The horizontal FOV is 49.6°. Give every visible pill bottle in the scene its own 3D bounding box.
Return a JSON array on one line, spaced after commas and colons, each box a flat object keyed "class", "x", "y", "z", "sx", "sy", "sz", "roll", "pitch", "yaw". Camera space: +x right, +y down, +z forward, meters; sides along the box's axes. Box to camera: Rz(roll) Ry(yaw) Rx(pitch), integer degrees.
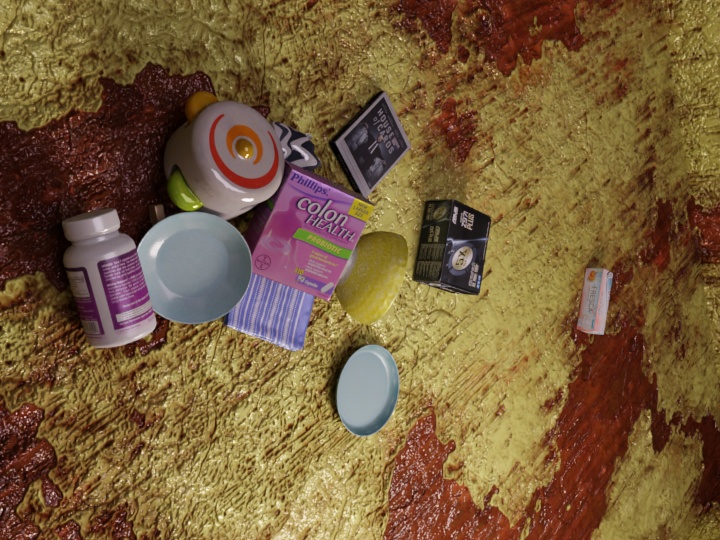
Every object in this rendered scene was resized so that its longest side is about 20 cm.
[{"class": "pill bottle", "x": -0.397, "y": 0.010, "z": 1.217, "sx": 0.112, "sy": 0.112, "sz": 0.201, "roll": -25, "pitch": 110, "yaw": -42}]

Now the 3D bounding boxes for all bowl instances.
[{"class": "bowl", "x": 0.000, "y": 0.000, "z": 1.591, "sx": 0.107, "sy": 0.200, "sz": 0.201, "roll": 22, "pitch": 75, "yaw": -23}]

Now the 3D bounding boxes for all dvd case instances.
[{"class": "dvd case", "x": 0.025, "y": -0.275, "z": 1.701, "sx": 0.200, "sy": 0.025, "sz": 0.151, "roll": -50, "pitch": 126, "yaw": -31}]

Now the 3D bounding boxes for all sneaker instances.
[{"class": "sneaker", "x": -0.128, "y": -0.181, "z": 1.506, "sx": 0.129, "sy": 0.079, "sz": 0.201, "roll": 2, "pitch": 81, "yaw": -37}]

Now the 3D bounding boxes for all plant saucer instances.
[{"class": "plant saucer", "x": -0.288, "y": -0.008, "z": 1.340, "sx": 0.200, "sy": 0.039, "sz": 0.202, "roll": -5, "pitch": 109, "yaw": -14}, {"class": "plant saucer", "x": 0.011, "y": 0.263, "z": 1.716, "sx": 0.199, "sy": 0.027, "sz": 0.202, "roll": -3, "pitch": 94, "yaw": -45}]

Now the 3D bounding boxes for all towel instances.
[{"class": "towel", "x": -0.170, "y": 0.066, "z": 1.519, "sx": 0.200, "sy": 0.024, "sz": 0.146, "roll": 26, "pitch": 73, "yaw": -44}]

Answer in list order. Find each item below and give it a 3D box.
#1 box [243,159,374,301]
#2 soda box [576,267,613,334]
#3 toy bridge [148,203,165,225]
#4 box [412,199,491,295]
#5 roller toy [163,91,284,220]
[{"class": "box", "x": -0.102, "y": -0.073, "z": 1.422, "sx": 0.175, "sy": 0.097, "sz": 0.201, "roll": 22, "pitch": 100, "yaw": -25}, {"class": "soda box", "x": 0.731, "y": 0.096, "z": 2.427, "sx": 0.068, "sy": 0.063, "sz": 0.201, "roll": 20, "pitch": 79, "yaw": -45}, {"class": "toy bridge", "x": -0.282, "y": -0.103, "z": 1.390, "sx": 0.199, "sy": 0.027, "sz": 0.068, "roll": -20, "pitch": 109, "yaw": -44}, {"class": "box", "x": 0.223, "y": -0.054, "z": 1.875, "sx": 0.163, "sy": 0.086, "sz": 0.201, "roll": 18, "pitch": 80, "yaw": -44}, {"class": "roller toy", "x": -0.229, "y": -0.191, "z": 1.333, "sx": 0.182, "sy": 0.139, "sz": 0.201, "roll": 15, "pitch": 66, "yaw": -38}]
